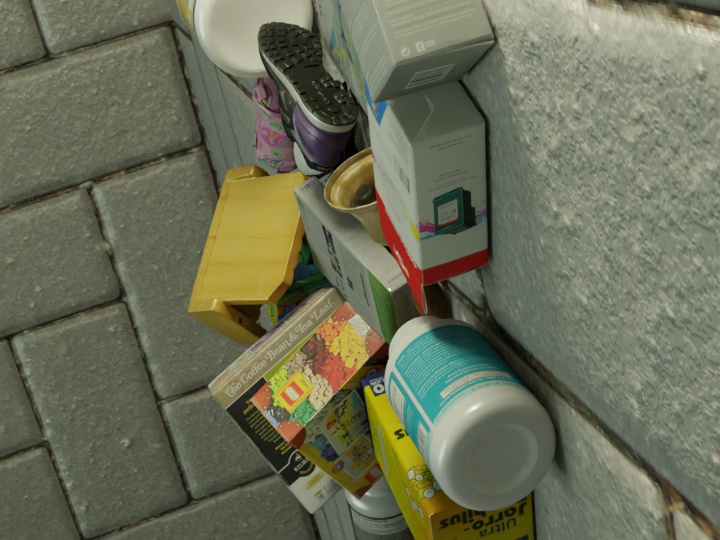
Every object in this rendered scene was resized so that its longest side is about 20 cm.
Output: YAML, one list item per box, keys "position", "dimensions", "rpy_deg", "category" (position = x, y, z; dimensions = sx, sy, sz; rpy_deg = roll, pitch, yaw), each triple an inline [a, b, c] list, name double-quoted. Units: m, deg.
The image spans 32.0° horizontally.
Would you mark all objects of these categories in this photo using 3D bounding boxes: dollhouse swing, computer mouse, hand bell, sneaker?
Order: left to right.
- position: [-0.108, -0.017, 1.644]
  dimensions: [0.181, 0.173, 0.203]
  rpy_deg: [38, -119, -53]
  category: "dollhouse swing"
- position: [-0.072, -0.190, 1.383]
  dimensions: [0.088, 0.075, 0.201]
  rpy_deg: [110, 145, -41]
  category: "sneaker"
- position: [-0.046, -0.147, 1.464]
  dimensions: [0.200, 0.043, 0.112]
  rpy_deg: [157, 109, -72]
  category: "computer mouse"
- position: [0.049, -0.015, 1.249]
  dimensions: [0.202, 0.103, 0.104]
  rpy_deg: [64, 175, -32]
  category: "hand bell"

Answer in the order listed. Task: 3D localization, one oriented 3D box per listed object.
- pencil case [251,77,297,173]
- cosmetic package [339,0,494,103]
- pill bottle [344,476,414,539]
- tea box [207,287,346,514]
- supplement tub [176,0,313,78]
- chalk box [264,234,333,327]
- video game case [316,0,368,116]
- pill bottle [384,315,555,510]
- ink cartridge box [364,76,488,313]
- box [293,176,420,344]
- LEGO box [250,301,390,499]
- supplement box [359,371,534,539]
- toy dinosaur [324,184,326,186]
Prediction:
- position: [-0.107, -0.206, 1.716]
  dimensions: [0.200, 0.086, 0.089]
  rpy_deg: [106, 144, -71]
  category: "pencil case"
- position: [0.021, -0.241, 0.942]
  dimensions: [0.107, 0.089, 0.203]
  rpy_deg: [145, 109, -80]
  category: "cosmetic package"
- position: [0.035, 0.327, 1.787]
  dimensions: [0.111, 0.109, 0.202]
  rpy_deg: [-119, 15, -47]
  category: "pill bottle"
- position: [-0.056, 0.158, 1.577]
  dimensions: [0.198, 0.199, 0.134]
  rpy_deg: [51, 172, -6]
  category: "tea box"
- position: [-0.147, -0.330, 1.536]
  dimensions: [0.200, 0.143, 0.147]
  rpy_deg: [-126, 20, -59]
  category: "supplement tub"
- position: [-0.089, -0.009, 1.841]
  dimensions: [0.201, 0.122, 0.126]
  rpy_deg: [91, 158, -62]
  category: "chalk box"
- position: [-0.013, -0.260, 1.271]
  dimensions: [0.201, 0.022, 0.184]
  rpy_deg: [-119, 15, -48]
  category: "video game case"
- position: [0.087, 0.115, 1.122]
  dimensions: [0.200, 0.109, 0.112]
  rpy_deg: [-125, 19, -60]
  category: "pill bottle"
- position: [0.058, -0.074, 1.075]
  dimensions: [0.202, 0.066, 0.117]
  rpy_deg: [83, 166, -47]
  category: "ink cartridge box"
- position: [0.000, 0.000, 1.455]
  dimensions: [0.200, 0.036, 0.145]
  rpy_deg: [48, 163, 35]
  category: "box"
- position: [-0.009, 0.149, 1.398]
  dimensions: [0.077, 0.149, 0.200]
  rpy_deg: [42, 176, 35]
  category: "LEGO box"
- position: [0.086, 0.194, 1.274]
  dimensions: [0.201, 0.107, 0.111]
  rpy_deg: [-120, 15, -48]
  category: "supplement box"
- position: [-0.022, -0.097, 1.569]
  dimensions: [0.200, 0.057, 0.103]
  rpy_deg: [145, 122, -72]
  category: "toy dinosaur"
